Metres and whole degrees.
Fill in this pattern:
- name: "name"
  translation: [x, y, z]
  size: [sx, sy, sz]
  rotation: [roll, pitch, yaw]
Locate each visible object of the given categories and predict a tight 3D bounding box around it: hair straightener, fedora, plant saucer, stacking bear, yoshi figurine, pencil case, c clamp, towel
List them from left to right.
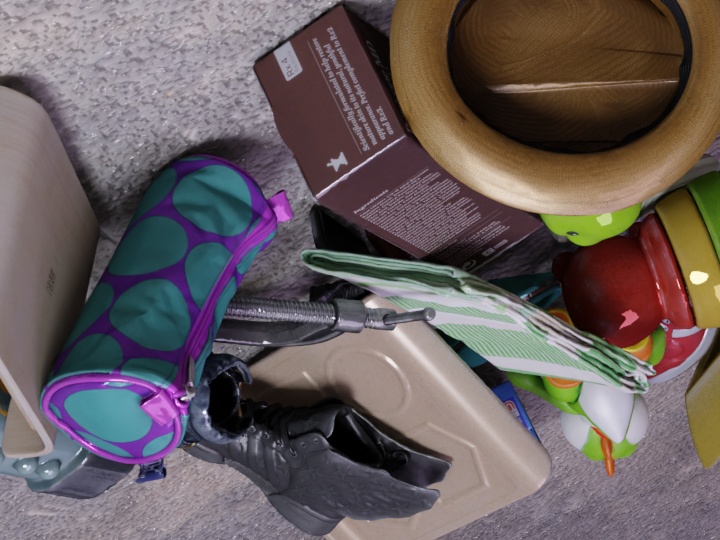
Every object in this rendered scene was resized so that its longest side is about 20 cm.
- name: "pencil case"
  translation: [-0.112, 0.022, 1.441]
  size: [0.092, 0.201, 0.085]
  rotation: [-2, 131, 23]
- name: "c clamp"
  translation: [-0.073, 0.026, 1.585]
  size: [0.199, 0.027, 0.171]
  rotation: [4, 169, -18]
- name: "hair straightener"
  translation: [0.000, 0.000, 1.684]
  size: [0.077, 0.041, 0.200]
  rotation: [-18, 161, 11]
- name: "towel"
  translation: [0.078, 0.033, 1.593]
  size: [0.200, 0.024, 0.152]
  rotation: [26, 169, -40]
- name: "fedora"
  translation: [0.115, -0.123, 1.411]
  size: [0.200, 0.202, 0.082]
  rotation: [-24, 178, -1]
- name: "yoshi figurine"
  translation: [0.172, 0.069, 1.805]
  size: [0.112, 0.112, 0.200]
  rotation: [-55, 159, -19]
- name: "stacking bear"
  translation: [0.231, -0.007, 1.657]
  size: [0.199, 0.122, 0.114]
  rotation: [-20, 164, 2]
- name: "plant saucer"
  translation: [0.319, 0.026, 1.893]
  size: [0.200, 0.048, 0.200]
  rotation: [-59, 180, -42]

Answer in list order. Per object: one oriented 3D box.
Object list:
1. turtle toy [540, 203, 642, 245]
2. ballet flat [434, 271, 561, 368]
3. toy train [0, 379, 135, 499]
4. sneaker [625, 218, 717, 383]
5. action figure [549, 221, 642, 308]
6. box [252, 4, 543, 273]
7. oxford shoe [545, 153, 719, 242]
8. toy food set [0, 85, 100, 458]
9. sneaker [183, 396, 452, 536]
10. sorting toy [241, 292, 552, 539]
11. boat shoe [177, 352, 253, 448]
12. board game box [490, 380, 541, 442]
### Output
- name: "turtle toy"
  translation: [0.161, -0.103, 1.533]
  size: [0.145, 0.101, 0.200]
  rotation: [-9, 145, -29]
- name: "ballet flat"
  translation: [0.057, 0.053, 1.776]
  size: [0.200, 0.070, 0.067]
  rotation: [-47, 159, 21]
- name: "toy train"
  translation: [-0.220, 0.078, 1.535]
  size: [0.085, 0.114, 0.200]
  rotation: [-35, 152, 20]
- name: "sneaker"
  translation: [0.232, 0.015, 1.861]
  size: [0.112, 0.071, 0.200]
  rotation: [-6, 141, -41]
- name: "action figure"
  translation: [0.180, 0.005, 1.795]
  size: [0.065, 0.052, 0.200]
  rotation: [-12, 167, -14]
- name: "box"
  translation: [0.025, -0.074, 1.486]
  size: [0.075, 0.101, 0.200]
  rotation: [-34, 154, 18]
- name: "oxford shoe"
  translation: [0.184, -0.066, 1.692]
  size: [0.075, 0.058, 0.200]
  rotation: [-37, 166, 36]
- name: "toy food set"
  translation: [-0.204, 0.004, 1.397]
  size: [0.060, 0.144, 0.200]
  rotation: [5, 155, 10]
- name: "sneaker"
  translation: [-0.044, 0.115, 1.712]
  size: [0.104, 0.199, 0.060]
  rotation: [-45, -169, 39]
- name: "sorting toy"
  translation: [0.013, 0.113, 1.744]
  size: [0.200, 0.185, 0.037]
  rotation: [-33, -163, 39]
- name: "boat shoe"
  translation: [-0.100, 0.082, 1.552]
  size: [0.090, 0.071, 0.200]
  rotation: [-1, -177, 17]
- name: "board game box"
  translation: [0.065, 0.148, 1.943]
  size: [0.151, 0.045, 0.200]
  rotation: [-26, 168, 2]
